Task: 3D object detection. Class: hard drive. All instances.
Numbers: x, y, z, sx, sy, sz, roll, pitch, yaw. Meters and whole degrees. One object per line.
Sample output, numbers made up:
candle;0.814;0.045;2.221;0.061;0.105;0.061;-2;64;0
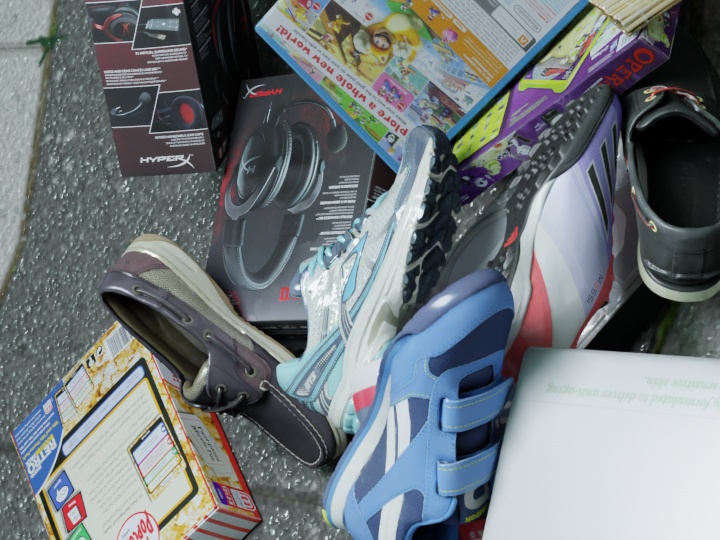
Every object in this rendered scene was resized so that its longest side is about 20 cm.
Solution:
hard drive;0.124;0.001;1.490;0.200;0.038;0.140;-49;47;17

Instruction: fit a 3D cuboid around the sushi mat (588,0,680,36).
sushi mat;0.208;-0.216;1.431;0.200;0.012;0.096;-35;47;-15

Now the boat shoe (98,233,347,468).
boat shoe;-0.095;0.065;1.582;0.065;0.200;0.072;-46;4;-36

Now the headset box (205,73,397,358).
headset box;-0.025;-0.031;1.620;0.148;0.077;0.201;-2;71;44

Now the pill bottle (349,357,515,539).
pill bottle;0.072;0.143;1.402;0.119;0.119;0.201;-20;80;38

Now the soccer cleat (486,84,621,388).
soccer cleat;0.120;-0.017;1.375;0.068;0.073;0.201;-36;27;58

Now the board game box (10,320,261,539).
board game box;-0.166;0.147;1.707;0.152;0.046;0.200;-45;48;22

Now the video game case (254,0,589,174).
video game case;0.045;-0.171;1.500;0.143;0.018;0.200;45;118;-2

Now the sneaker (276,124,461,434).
sneaker;0.000;0.000;1.486;0.086;0.078;0.201;20;97;18

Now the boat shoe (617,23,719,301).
boat shoe;0.191;-0.078;1.404;0.073;0.063;0.202;1;50;1

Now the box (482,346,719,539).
box;0.187;0.160;1.265;0.198;0.171;0.201;3;77;45

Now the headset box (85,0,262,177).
headset box;-0.134;-0.187;1.664;0.075;0.201;0.149;-3;26;14

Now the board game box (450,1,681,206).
board game box;0.127;-0.131;1.489;0.200;0.032;0.120;-35;32;44

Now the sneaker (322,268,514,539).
sneaker;0.048;0.086;1.290;0.082;0.074;0.201;44;132;29
